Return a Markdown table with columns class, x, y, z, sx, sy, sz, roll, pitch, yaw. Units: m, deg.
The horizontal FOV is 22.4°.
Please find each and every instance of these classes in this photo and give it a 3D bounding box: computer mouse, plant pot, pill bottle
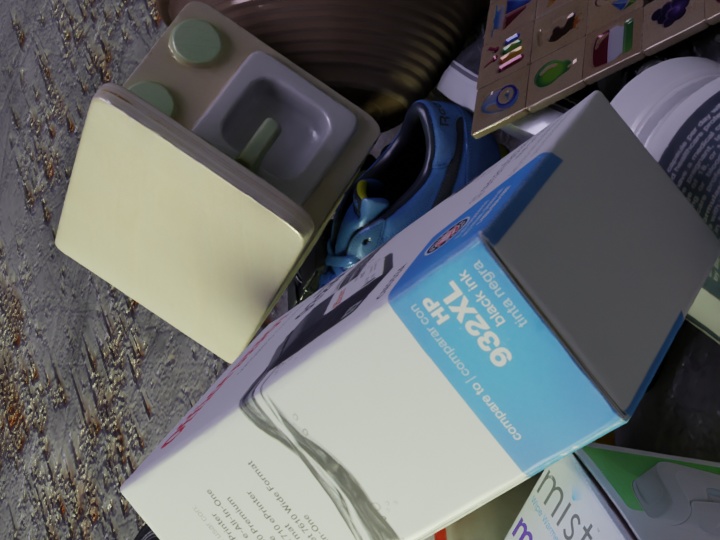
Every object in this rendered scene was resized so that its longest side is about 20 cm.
| class | x | y | z | sx | sy | sz | roll | pitch | yaw |
| --- | --- | --- | --- | --- | --- | --- | --- | --- | --- |
| computer mouse | -0.041 | 0.018 | 1.109 | 0.059 | 0.034 | 0.200 | -52 | 3 | 25 |
| plant pot | -0.021 | -0.135 | 1.068 | 0.201 | 0.200 | 0.093 | -23 | 63 | 55 |
| pill bottle | 0.183 | -0.019 | 0.754 | 0.200 | 0.119 | 0.120 | 44 | 118 | 56 |

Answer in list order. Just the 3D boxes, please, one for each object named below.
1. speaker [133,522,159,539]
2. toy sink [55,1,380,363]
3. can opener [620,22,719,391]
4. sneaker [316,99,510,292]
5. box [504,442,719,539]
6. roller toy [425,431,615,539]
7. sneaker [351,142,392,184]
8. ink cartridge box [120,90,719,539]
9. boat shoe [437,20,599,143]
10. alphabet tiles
| class | x | y | z | sx | sy | sz | roll | pitch | yaw |
| --- | --- | --- | --- | --- | --- | --- | --- | --- | --- |
| speaker | -0.024 | 0.188 | 0.955 | 0.081 | 0.200 | 0.081 | -39 | 42 | 47 |
| toy sink | -0.076 | -0.056 | 0.995 | 0.112 | 0.130 | 0.200 | -57 | -1 | -26 |
| can opener | 0.151 | -0.034 | 0.884 | 0.063 | 0.079 | 0.201 | 17 | 101 | 34 |
| sneaker | 0.000 | 0.000 | 0.957 | 0.066 | 0.078 | 0.200 | 38 | 98 | 46 |
| box | 0.135 | 0.170 | 0.689 | 0.177 | 0.200 | 0.097 | -65 | 32 | 24 |
| roller toy | 0.073 | 0.171 | 0.855 | 0.200 | 0.139 | 0.183 | -104 | 33 | -52 |
| sneaker | 0.047 | -0.023 | 1.030 | 0.200 | 0.077 | 0.112 | -168 | 80 | -67 |
| ink cartridge box | 0.023 | 0.037 | 0.698 | 0.200 | 0.084 | 0.145 | -36 | 8 | 34 |
| boat shoe | 0.096 | -0.102 | 0.970 | 0.066 | 0.070 | 0.200 | -60 | 13 | 6 |
| alphabet tiles | 0.132 | -0.167 | 0.914 | 0.167 | 0.008 | 0.200 | -25 | 37 | 33 |
